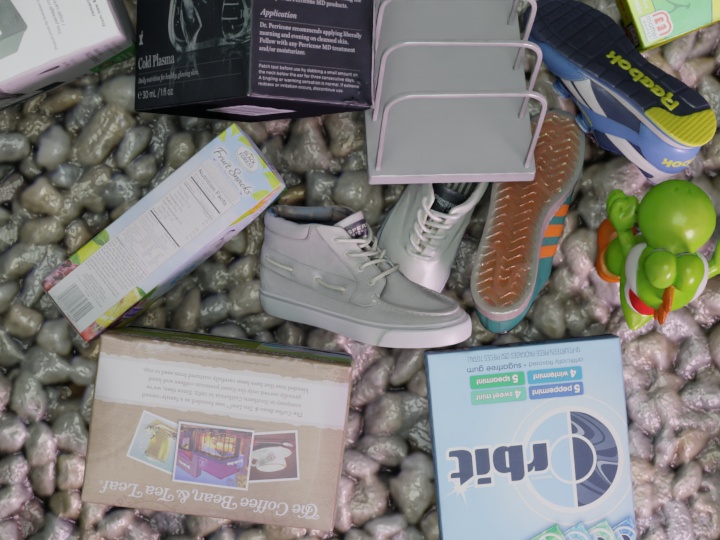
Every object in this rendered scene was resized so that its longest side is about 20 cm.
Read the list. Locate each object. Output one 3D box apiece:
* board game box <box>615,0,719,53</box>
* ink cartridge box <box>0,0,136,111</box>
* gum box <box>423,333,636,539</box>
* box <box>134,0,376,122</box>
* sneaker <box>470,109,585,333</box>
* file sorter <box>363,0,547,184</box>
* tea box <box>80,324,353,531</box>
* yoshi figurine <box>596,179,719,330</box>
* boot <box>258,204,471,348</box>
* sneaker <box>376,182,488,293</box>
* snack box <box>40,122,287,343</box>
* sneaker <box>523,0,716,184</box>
[{"bbox_3d":[0.313,-0.270,1.416,0.198,0.048,0.103,-21,90,0],"label":"board game box"},{"bbox_3d":[-0.293,-0.186,1.366,0.198,0.146,0.085,-22,92,1],"label":"ink cartridge box"},{"bbox_3d":[0.146,0.163,1.421,0.168,0.045,0.203,-4,91,-1],"label":"gum box"},{"bbox_3d":[-0.086,-0.226,1.327,0.123,0.199,0.199,3,89,-34],"label":"box"},{"bbox_3d":[0.139,-0.040,1.413,0.071,0.080,0.202,19,70,10],"label":"sneaker"},{"bbox_3d":[0.072,-0.189,1.336,0.137,0.125,0.202,-1,63,-5],"label":"file sorter"},{"bbox_3d":[-0.109,0.124,1.344,0.197,0.197,0.135,7,91,-1],"label":"tea box"},{"bbox_3d":[0.248,-0.025,1.342,0.112,0.200,0.113,-27,90,1],"label":"yoshi figurine"},{"bbox_3d":[0.000,0.000,1.367,0.198,0.073,0.097,10,112,26],"label":"boot"},{"bbox_3d":[0.059,-0.047,1.405,0.072,0.071,0.202,21,90,0],"label":"sneaker"},{"bbox_3d":[-0.155,-0.030,1.356,0.200,0.169,0.068,-41,91,1],"label":"snack box"},{"bbox_3d":[0.207,-0.151,1.401,0.074,0.083,0.200,-31,66,-29],"label":"sneaker"}]
